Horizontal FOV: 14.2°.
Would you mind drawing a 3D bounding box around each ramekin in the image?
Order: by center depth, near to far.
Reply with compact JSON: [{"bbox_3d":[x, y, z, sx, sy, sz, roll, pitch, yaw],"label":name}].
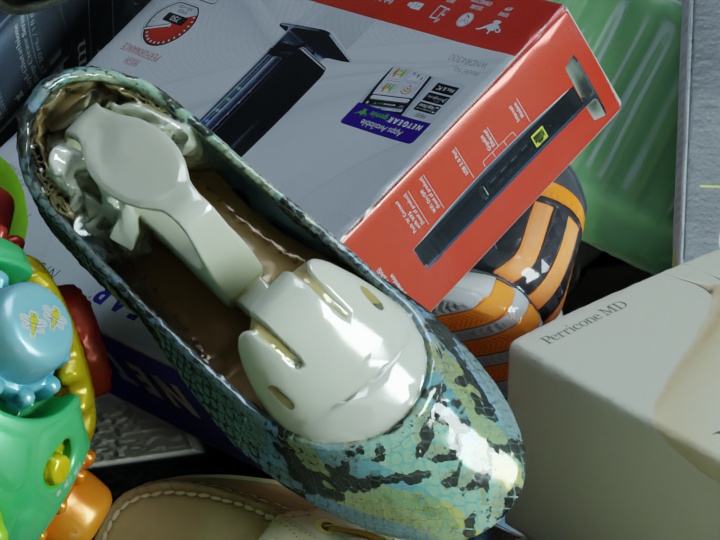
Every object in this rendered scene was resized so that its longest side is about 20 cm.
[{"bbox_3d":[0.113,-0.074,1.161,0.200,0.098,0.200,25,14,-7],"label":"ramekin"}]

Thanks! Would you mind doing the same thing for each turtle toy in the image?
[{"bbox_3d":[-0.138,0.023,0.925,0.101,0.146,0.200,-19,41,-13],"label":"turtle toy"}]

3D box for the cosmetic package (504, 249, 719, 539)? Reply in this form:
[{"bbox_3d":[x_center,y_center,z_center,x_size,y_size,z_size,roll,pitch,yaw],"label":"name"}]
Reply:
[{"bbox_3d":[0.148,0.072,0.892,0.103,0.073,0.200,-23,36,-35],"label":"cosmetic package"}]

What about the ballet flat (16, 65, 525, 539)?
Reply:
[{"bbox_3d":[-0.034,0.007,0.875,0.200,0.074,0.074,38,40,21],"label":"ballet flat"}]

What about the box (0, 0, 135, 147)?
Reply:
[{"bbox_3d":[-0.179,-0.044,1.137,0.107,0.149,0.200,11,28,24],"label":"box"}]

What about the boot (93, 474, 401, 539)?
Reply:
[{"bbox_3d":[-0.032,0.105,0.845,0.200,0.073,0.155,25,5,33],"label":"boot"}]

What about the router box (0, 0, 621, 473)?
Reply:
[{"bbox_3d":[-0.037,-0.033,1.015,0.180,0.049,0.200,-47,36,-18],"label":"router box"}]

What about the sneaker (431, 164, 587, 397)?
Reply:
[{"bbox_3d":[0.000,0.000,1.059,0.200,0.078,0.112,-6,41,35],"label":"sneaker"}]

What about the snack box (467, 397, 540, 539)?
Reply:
[{"bbox_3d":[0.109,0.090,0.979,0.200,0.037,0.116,22,35,38],"label":"snack box"}]

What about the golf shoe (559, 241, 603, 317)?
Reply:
[{"bbox_3d":[0.062,-0.014,1.161,0.097,0.078,0.200,-1,26,-15],"label":"golf shoe"}]

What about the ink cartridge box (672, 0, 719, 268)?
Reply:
[{"bbox_3d":[0.211,-0.025,1.035,0.197,0.200,0.047,2,-3,5],"label":"ink cartridge box"}]

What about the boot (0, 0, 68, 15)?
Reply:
[{"bbox_3d":[-0.102,-0.155,1.139,0.131,0.068,0.200,26,43,35],"label":"boot"}]
